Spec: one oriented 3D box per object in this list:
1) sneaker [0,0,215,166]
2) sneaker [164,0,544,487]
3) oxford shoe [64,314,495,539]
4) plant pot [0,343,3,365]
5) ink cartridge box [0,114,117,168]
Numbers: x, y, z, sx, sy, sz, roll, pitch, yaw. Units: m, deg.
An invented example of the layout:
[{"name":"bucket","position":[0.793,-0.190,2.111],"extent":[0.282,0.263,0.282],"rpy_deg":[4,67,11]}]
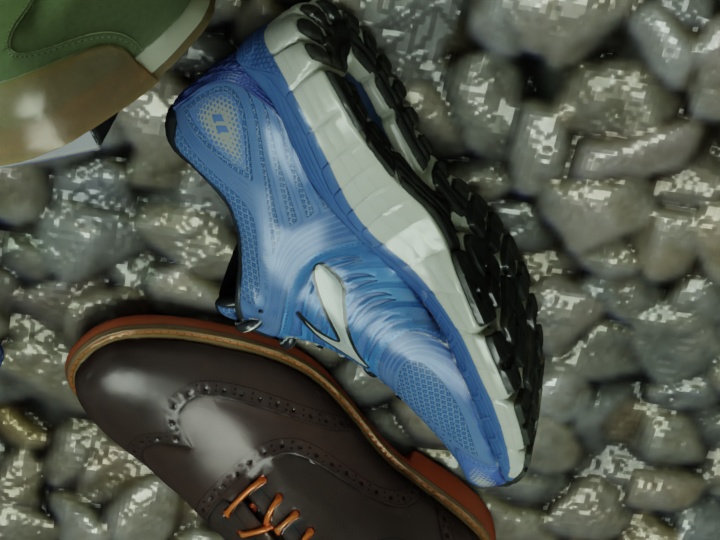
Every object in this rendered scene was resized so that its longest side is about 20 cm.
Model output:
[{"name":"sneaker","position":[-0.073,-0.117,0.671],"extent":[0.067,0.200,0.090],"rpy_deg":[-9,119,34]},{"name":"sneaker","position":[0.000,0.000,0.826],"extent":[0.089,0.079,0.200],"rpy_deg":[-23,114,23]},{"name":"oxford shoe","position":[-0.025,0.085,0.877],"extent":[0.200,0.073,0.071],"rpy_deg":[31,120,-20]},{"name":"plant pot","position":[-0.254,0.067,0.705],"extent":[0.180,0.200,0.200],"rpy_deg":[42,113,-15]},{"name":"ink cartridge box","position":[-0.124,-0.139,0.702],"extent":[0.044,0.094,0.200],"rpy_deg":[-9,126,24]}]
